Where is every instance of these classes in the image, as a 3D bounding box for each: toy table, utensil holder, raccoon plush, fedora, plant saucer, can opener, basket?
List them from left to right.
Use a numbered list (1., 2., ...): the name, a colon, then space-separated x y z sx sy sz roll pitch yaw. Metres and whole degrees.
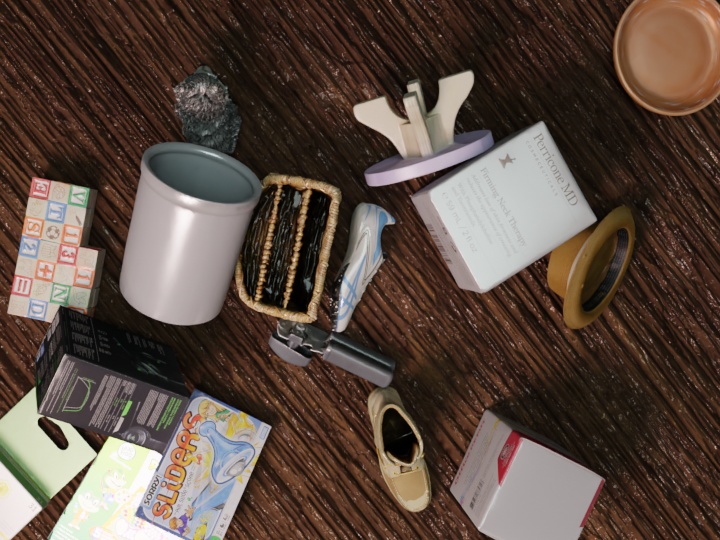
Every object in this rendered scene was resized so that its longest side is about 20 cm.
1. utensil holder: -0.245 -0.050 1.275 0.167 0.171 0.203 19 116 -5
2. raccoon plush: -0.213 -0.195 1.320 0.095 0.134 0.204 -19 93 -5
3. basket: -0.114 -0.038 1.328 0.140 0.149 0.205 13 92 -5
4. can opener: -0.045 0.132 1.397 0.197 0.054 0.068 26 122 -6
5. toy table: 0.088 -0.212 1.333 0.196 0.184 0.119 -19 106 0
6. fedora: 0.343 -0.013 1.382 0.081 0.200 0.204 26 89 34
7. plant saucer: 0.489 -0.345 1.424 0.195 0.037 0.205 0 92 -4

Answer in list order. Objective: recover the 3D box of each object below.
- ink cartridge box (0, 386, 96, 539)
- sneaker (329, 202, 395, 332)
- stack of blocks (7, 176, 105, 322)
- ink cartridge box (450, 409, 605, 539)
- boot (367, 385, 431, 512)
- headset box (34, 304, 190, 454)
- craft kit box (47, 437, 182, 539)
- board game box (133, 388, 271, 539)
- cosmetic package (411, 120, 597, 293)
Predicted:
1. ink cartridge box: -0.517 0.297 1.351 0.200 0.048 0.146 -42 94 3
2. sneaker: 0.000 0.000 1.379 0.071 0.072 0.204 17 94 -13
3. stack of blocks: -0.442 -0.027 1.345 0.113 0.059 0.205 10 91 -5
4. ink cartridge box: 0.240 0.318 1.345 0.142 0.200 0.148 26 90 -8
5. boot: 0.065 0.280 1.349 0.071 0.155 0.204 -16 93 -4
6. headset box: -0.345 0.153 1.274 0.197 0.174 0.094 25 100 -28
7. craft kit box: -0.338 0.369 1.376 0.198 0.049 0.200 32 86 -5
8. board game box: -0.234 0.298 1.350 0.133 0.034 0.203 26 70 -8
9. cosmetic package: 0.206 -0.092 1.344 0.198 0.166 0.169 -31 94 -4
